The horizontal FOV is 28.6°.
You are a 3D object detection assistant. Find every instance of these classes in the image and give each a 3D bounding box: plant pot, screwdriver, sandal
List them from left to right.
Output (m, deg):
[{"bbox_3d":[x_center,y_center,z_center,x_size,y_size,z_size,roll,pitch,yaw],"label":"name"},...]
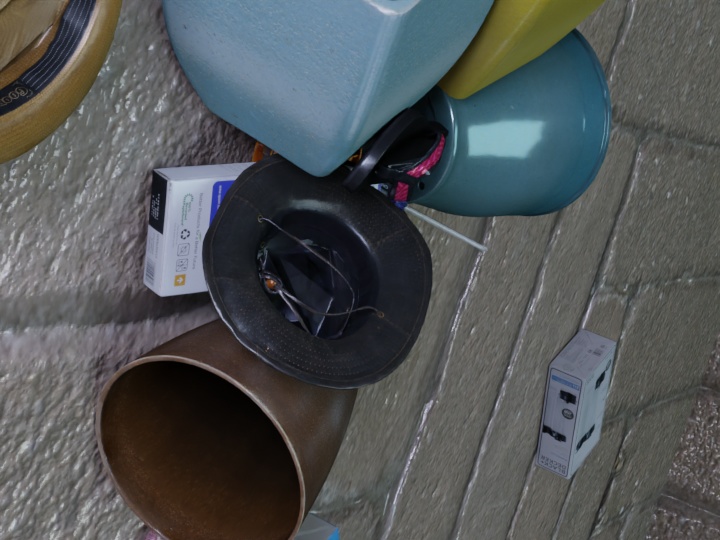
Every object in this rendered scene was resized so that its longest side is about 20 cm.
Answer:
[{"bbox_3d":[-0.082,0.105,1.154,0.200,0.187,0.187,-45,147,-52],"label":"plant pot"},{"bbox_3d":[-0.024,-0.190,1.021,0.196,0.196,0.200,-44,160,-41],"label":"plant pot"},{"bbox_3d":[0.041,-0.085,1.101,0.075,0.045,0.200,-47,172,17],"label":"sandal"},{"bbox_3d":[0.049,-0.048,1.222,0.200,0.029,0.028,28,113,-37],"label":"screwdriver"},{"bbox_3d":[0.094,-0.137,1.296,0.188,0.200,0.200,-13,122,-44],"label":"plant pot"},{"bbox_3d":[0.104,-0.263,1.158,0.200,0.200,0.176,-33,162,-42],"label":"plant pot"}]

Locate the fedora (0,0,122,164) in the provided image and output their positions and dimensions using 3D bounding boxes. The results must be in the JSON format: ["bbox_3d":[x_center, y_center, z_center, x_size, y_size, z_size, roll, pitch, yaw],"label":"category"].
[{"bbox_3d":[-0.219,-0.153,0.780,0.201,0.082,0.201,-40,144,-36],"label":"fedora"}]

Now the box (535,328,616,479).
[{"bbox_3d":[0.326,0.204,2.143,0.117,0.060,0.200,-41,143,-44],"label":"box"}]

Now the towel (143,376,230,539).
[{"bbox_3d":[-0.122,0.166,1.287,0.144,0.023,0.200,28,84,-63],"label":"towel"}]

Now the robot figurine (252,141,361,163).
[{"bbox_3d":[-0.052,-0.061,1.202,0.145,0.058,0.200,-16,123,-56],"label":"robot figurine"}]

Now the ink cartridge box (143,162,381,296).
[{"bbox_3d":[-0.074,-0.038,1.119,0.200,0.037,0.095,-6,115,-34],"label":"ink cartridge box"}]

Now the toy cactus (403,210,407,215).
[{"bbox_3d":[0.000,0.000,1.291,0.165,0.102,0.200,112,4,-46],"label":"toy cactus"}]

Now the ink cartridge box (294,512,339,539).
[{"bbox_3d":[-0.075,0.353,1.470,0.116,0.067,0.200,-47,148,-37],"label":"ink cartridge box"}]

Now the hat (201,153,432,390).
[{"bbox_3d":[-0.042,0.013,1.078,0.201,0.201,0.081,-45,178,-40],"label":"hat"}]
